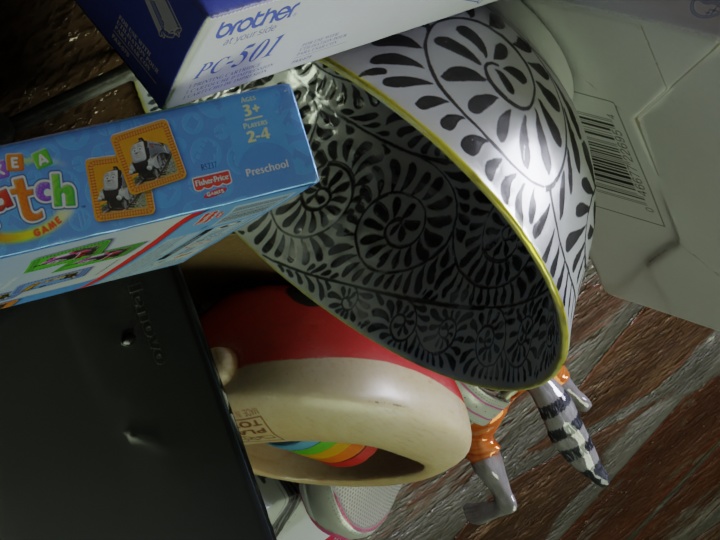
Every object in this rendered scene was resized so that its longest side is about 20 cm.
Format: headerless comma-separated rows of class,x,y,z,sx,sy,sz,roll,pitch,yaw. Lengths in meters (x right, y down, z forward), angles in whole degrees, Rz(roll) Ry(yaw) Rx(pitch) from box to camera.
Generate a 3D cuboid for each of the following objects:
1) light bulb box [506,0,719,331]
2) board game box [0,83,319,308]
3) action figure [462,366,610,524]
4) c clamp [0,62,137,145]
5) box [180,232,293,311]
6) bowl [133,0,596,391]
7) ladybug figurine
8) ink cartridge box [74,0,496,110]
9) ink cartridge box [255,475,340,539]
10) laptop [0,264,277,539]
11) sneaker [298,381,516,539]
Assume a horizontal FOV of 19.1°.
light bulb box,0.171,-0.107,0.861,0.200,0.124,0.199,-52,138,-22
board game box,-0.130,-0.006,0.667,0.199,0.037,0.151,-15,177,-23
action figure,0.106,0.025,1.242,0.200,0.104,0.195,-38,133,-29
c clamp,-0.174,0.012,0.802,0.170,0.027,0.200,-23,156,-41
box,0.000,0.000,0.988,0.162,0.021,0.200,-3,164,8
bowl,0.019,-0.055,0.804,0.094,0.200,0.201,-51,167,-21
ladybug figurine,-0.021,0.054,1.002,0.135,0.073,0.200,-5,164,21
ink cartridge box,-0.011,-0.122,0.701,0.199,0.094,0.044,-24,157,-42
ink cartridge box,-0.080,0.132,1.189,0.199,0.084,0.146,-21,155,-46
laptop,-0.152,0.100,0.810,0.198,0.188,0.116,-10,-154,15
sneaker,0.035,0.053,1.116,0.081,0.088,0.201,23,92,-48
